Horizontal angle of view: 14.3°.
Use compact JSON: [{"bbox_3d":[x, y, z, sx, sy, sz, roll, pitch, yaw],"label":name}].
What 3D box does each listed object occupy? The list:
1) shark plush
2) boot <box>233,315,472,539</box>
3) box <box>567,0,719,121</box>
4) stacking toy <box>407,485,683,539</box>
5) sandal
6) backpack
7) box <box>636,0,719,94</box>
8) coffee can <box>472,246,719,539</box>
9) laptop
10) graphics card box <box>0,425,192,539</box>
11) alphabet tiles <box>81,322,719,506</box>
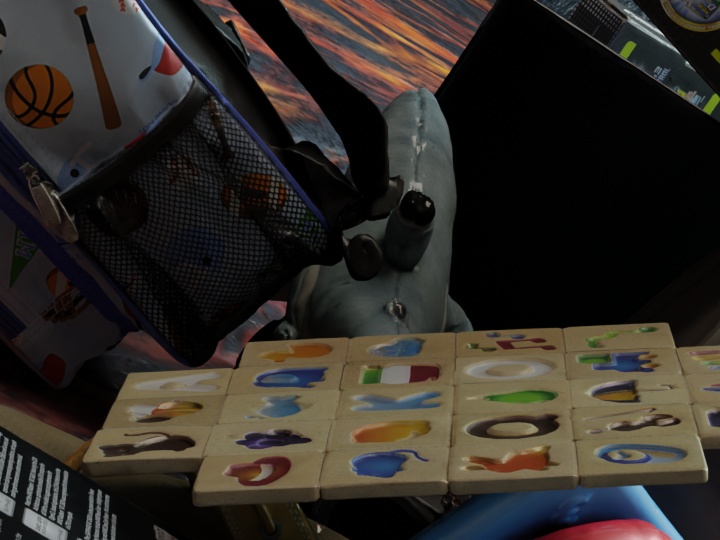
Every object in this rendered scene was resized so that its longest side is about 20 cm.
[{"bbox_3d":[0.000,0.000,1.000,0.091,0.083,0.200,27,21,4],"label":"shark plush"},{"bbox_3d":[0.049,0.093,1.053,0.200,0.070,0.132,15,22,-29],"label":"boot"},{"bbox_3d":[0.109,0.003,1.225,0.160,0.200,0.044,27,12,-27],"label":"box"},{"bbox_3d":[0.079,0.156,0.785,0.200,0.110,0.116,56,4,34],"label":"stacking toy"},{"bbox_3d":[-0.037,0.072,0.873,0.200,0.054,0.080,21,12,-22],"label":"sandal"},{"bbox_3d":[-0.108,-0.070,0.982,0.191,0.154,0.200,58,-8,-29],"label":"backpack"},{"bbox_3d":[0.177,-0.039,1.003,0.160,0.044,0.200,51,10,17],"label":"box"},{"bbox_3d":[0.156,0.103,0.960,0.200,0.146,0.146,47,10,-4],"label":"coffee can"},{"bbox_3d":[0.096,0.011,1.186,0.116,0.187,0.200,41,13,30],"label":"laptop"},{"bbox_3d":[-0.075,0.092,0.703,0.200,0.051,0.125,31,11,-11],"label":"graphics card box"},{"bbox_3d":[0.026,0.039,0.815,0.199,0.006,0.166,-3,12,3],"label":"alphabet tiles"}]
